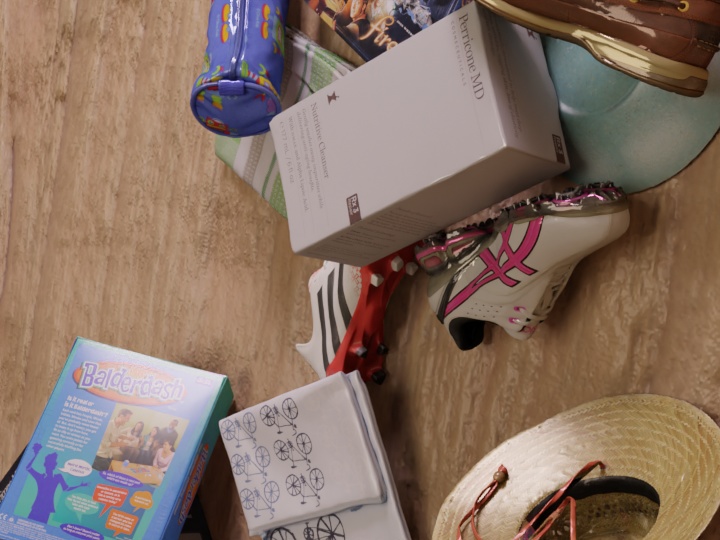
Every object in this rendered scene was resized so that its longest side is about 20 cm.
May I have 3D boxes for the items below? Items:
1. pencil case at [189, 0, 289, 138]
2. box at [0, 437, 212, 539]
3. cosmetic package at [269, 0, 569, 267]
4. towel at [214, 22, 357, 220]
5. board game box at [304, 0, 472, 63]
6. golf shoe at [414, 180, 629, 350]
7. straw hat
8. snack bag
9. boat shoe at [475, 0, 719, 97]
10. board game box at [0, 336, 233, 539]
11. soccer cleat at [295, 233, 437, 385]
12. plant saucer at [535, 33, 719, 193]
[{"bbox_3d":[-0.099,-0.215,1.238,0.077,0.087,0.202,-1,64,8],"label":"pencil case"},{"bbox_3d":[-0.249,0.252,1.390,0.197,0.117,0.201,-49,51,36],"label":"box"},{"bbox_3d":[0.038,-0.089,1.017,0.199,0.081,0.114,-28,65,37],"label":"cosmetic package"},{"bbox_3d":[-0.061,-0.126,1.262,0.200,0.030,0.150,39,116,45],"label":"towel"},{"bbox_3d":[0.027,-0.238,1.160,0.200,0.034,0.136,49,123,41],"label":"board game box"},{"bbox_3d":[0.119,-0.003,1.007,0.200,0.072,0.093,-25,82,55],"label":"golf shoe"},{"bbox_3d":[0.151,0.174,0.928,0.200,0.201,0.085,5,132,50],"label":"straw hat"},{"bbox_3d":[-0.033,0.195,1.172,0.188,0.021,0.202,-24,82,48],"label":"snack bag"},{"bbox_3d":[0.136,-0.176,0.915,0.199,0.072,0.068,28,106,21],"label":"boat shoe"},{"bbox_3d":[-0.216,0.169,1.282,0.151,0.045,0.201,14,62,13],"label":"board game box"},{"bbox_3d":[0.000,0.000,1.148,0.085,0.068,0.202,34,117,38],"label":"soccer cleat"},{"bbox_3d":[0.167,-0.153,0.979,0.200,0.038,0.203,-5,83,51],"label":"plant saucer"}]
